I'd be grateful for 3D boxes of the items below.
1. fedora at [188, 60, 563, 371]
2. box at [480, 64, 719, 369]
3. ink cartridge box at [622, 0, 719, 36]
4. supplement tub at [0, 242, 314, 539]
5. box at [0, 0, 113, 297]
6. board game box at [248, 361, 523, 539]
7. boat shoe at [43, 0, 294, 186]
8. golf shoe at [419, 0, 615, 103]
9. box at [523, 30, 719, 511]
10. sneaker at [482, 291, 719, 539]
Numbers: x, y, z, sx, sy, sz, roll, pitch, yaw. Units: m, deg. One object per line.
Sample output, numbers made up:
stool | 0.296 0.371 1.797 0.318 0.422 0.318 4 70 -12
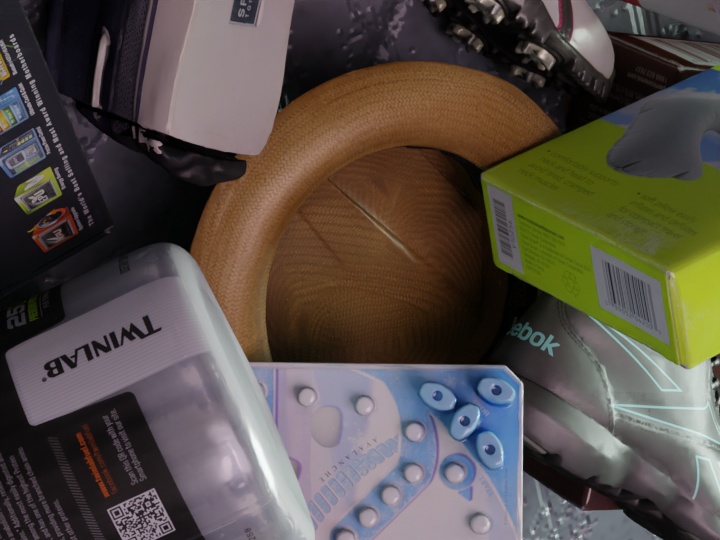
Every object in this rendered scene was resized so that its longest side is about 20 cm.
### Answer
fedora | 0.000 0.000 0.990 0.201 0.082 0.201 -14 118 -28
box | 0.163 -0.038 0.951 0.200 0.122 0.048 -25 121 -24
ink cartridge box | 0.170 -0.183 0.948 0.145 0.200 0.145 -34 121 -15
supplement tub | -0.127 0.082 0.835 0.200 0.123 0.123 -24 119 -1
box | -0.179 -0.043 0.798 0.161 0.049 0.200 -29 147 -11
board game box | -0.040 0.134 0.903 0.200 0.026 0.200 1 87 1
boat shoe | -0.062 -0.138 0.896 0.075 0.093 0.200 12 98 -47
golf shoe | 0.051 -0.145 0.972 0.200 0.077 0.088 44 77 -34
box | 0.137 0.001 1.074 0.100 0.075 0.200 1 109 -30
sneaker | 0.130 0.068 1.008 0.200 0.075 0.079 34 81 -38
